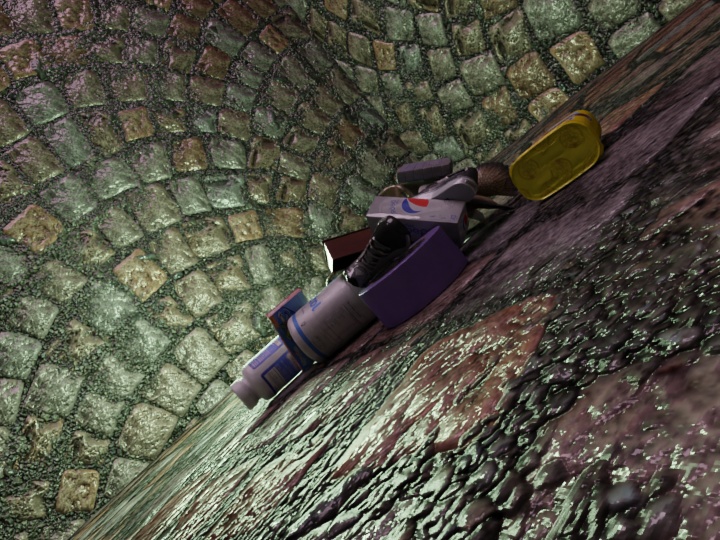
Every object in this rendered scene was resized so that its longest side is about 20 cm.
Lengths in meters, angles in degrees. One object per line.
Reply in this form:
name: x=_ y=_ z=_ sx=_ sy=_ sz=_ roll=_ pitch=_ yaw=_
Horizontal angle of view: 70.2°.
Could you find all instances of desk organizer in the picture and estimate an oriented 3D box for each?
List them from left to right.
desk organizer: x=0.025 y=-0.046 z=1.126 sx=0.199 sy=0.072 sz=0.077 roll=-17 pitch=38 yaw=-10

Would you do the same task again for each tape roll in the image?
tape roll: x=0.098 y=0.012 z=0.963 sx=0.200 sy=0.085 sz=0.200 roll=-42 pitch=2 yaw=2

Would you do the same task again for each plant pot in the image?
plant pot: x=0.131 y=-0.144 z=1.279 sx=0.200 sy=0.201 sz=0.183 roll=-39 pitch=-16 yaw=34

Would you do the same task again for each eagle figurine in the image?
eagle figurine: x=0.241 y=-0.154 z=1.124 sx=0.150 sy=0.153 sz=0.200 roll=2 pitch=-25 yaw=-39

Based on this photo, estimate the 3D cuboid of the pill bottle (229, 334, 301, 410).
pill bottle: x=-0.235 y=0.261 z=1.326 sx=0.200 sy=0.112 sz=0.112 roll=-41 pitch=3 yaw=-19

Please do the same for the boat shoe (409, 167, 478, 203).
boat shoe: x=0.165 y=-0.153 z=1.058 sx=0.200 sy=0.069 sz=0.057 roll=-19 pitch=40 yaw=50

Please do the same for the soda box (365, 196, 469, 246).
soda box: x=0.116 y=-0.103 z=1.048 sx=0.199 sy=0.068 sz=0.064 roll=7 pitch=53 yaw=27

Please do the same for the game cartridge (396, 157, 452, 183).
game cartridge: x=0.160 y=-0.245 z=1.251 sx=0.129 sy=0.039 sz=0.200 roll=-3 pitch=16 yaw=11

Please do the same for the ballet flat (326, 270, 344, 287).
ballet flat: x=0.000 y=0.000 z=1.255 sx=0.199 sy=0.071 sz=0.071 roll=-27 pitch=7 yaw=19

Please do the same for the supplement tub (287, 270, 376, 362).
supplement tub: x=-0.056 y=0.102 z=1.174 sx=0.200 sy=0.132 sz=0.132 roll=-41 pitch=2 yaw=6

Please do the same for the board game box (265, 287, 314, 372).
board game box: x=-0.147 y=0.149 z=1.256 sx=0.103 sy=0.201 sz=0.019 roll=-42 pitch=39 yaw=-23

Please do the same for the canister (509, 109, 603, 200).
canister: x=0.362 y=-0.216 z=0.931 sx=0.148 sy=0.087 sz=0.200 roll=-39 pitch=2 yaw=35

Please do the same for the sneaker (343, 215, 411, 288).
sneaker: x=0.025 y=-0.019 z=0.972 sx=0.116 sy=0.075 sz=0.200 roll=-47 pitch=-6 yaw=-21
